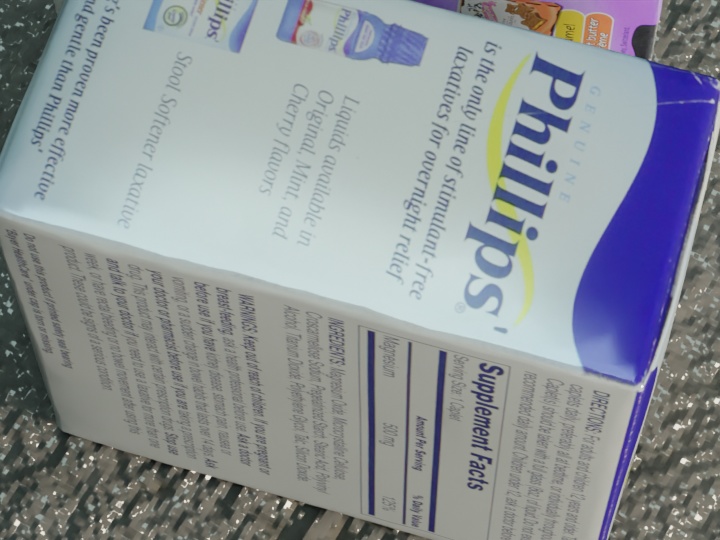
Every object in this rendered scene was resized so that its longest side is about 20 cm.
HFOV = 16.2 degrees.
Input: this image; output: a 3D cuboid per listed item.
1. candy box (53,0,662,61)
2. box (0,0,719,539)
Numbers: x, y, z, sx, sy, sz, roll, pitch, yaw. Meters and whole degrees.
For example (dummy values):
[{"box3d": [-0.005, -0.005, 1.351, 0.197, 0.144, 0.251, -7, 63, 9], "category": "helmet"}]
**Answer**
[{"box3d": [0.000, -0.094, 0.851, 0.199, 0.168, 0.072, 8, 68, 4], "category": "candy box"}, {"box3d": [0.000, 0.000, 0.805, 0.199, 0.184, 0.105, 16, 67, 7], "category": "box"}]
